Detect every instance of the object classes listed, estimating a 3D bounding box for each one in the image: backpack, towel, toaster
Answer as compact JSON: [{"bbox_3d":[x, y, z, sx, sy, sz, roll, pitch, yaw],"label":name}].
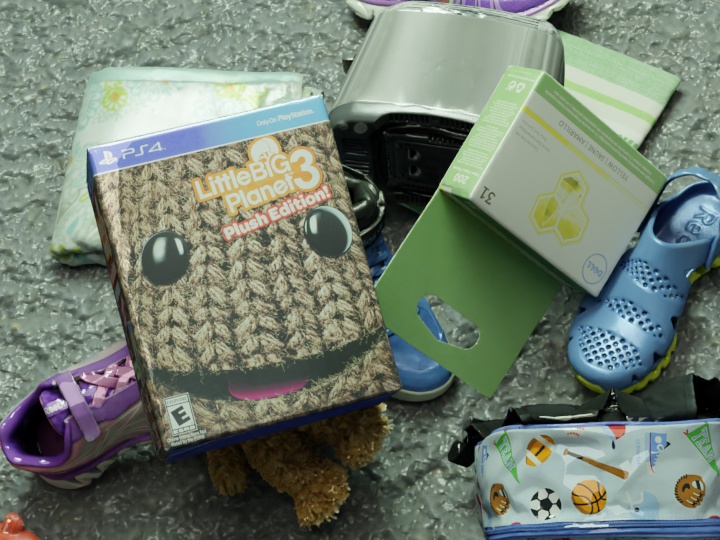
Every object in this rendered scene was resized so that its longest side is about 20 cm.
[{"bbox_3d":[0.156,0.145,1.145,0.199,0.191,0.155,-8,73,4],"label":"backpack"},{"bbox_3d":[-0.135,-0.082,1.420,0.199,0.048,0.172,2,58,10],"label":"towel"},{"bbox_3d":[0.137,-0.102,1.404,0.152,0.023,0.200,25,64,22],"label":"towel"},{"bbox_3d":[0.076,-0.121,1.344,0.199,0.114,0.130,8,57,11],"label":"toaster"}]

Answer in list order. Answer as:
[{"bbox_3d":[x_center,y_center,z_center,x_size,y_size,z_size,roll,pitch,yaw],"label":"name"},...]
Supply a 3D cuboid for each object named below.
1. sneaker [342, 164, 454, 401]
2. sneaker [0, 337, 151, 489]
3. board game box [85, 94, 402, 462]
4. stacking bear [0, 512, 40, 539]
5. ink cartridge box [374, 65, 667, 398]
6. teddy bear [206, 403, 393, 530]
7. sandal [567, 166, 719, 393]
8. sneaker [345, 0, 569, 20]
[{"bbox_3d":[-0.001,0.001,1.286,0.077,0.111,0.200,-33,75,-20],"label":"sneaker"},{"bbox_3d":[-0.174,0.087,1.249,0.200,0.088,0.081,-35,68,20],"label":"sneaker"},{"bbox_3d":[-0.079,0.007,1.176,0.159,0.097,0.201,-15,82,-11],"label":"board game box"},{"bbox_3d":[-0.264,0.259,1.194,0.113,0.122,0.201,5,52,15],"label":"stacking bear"},{"bbox_3d":[0.109,-0.020,1.252,0.048,0.145,0.200,22,79,56],"label":"ink cartridge box"},{"bbox_3d":[-0.067,0.093,1.270,0.145,0.067,0.200,-45,62,21],"label":"teddy bear"},{"bbox_3d":[0.211,-0.001,1.290,0.079,0.087,0.200,25,67,20],"label":"sandal"},{"bbox_3d":[0.077,-0.242,1.453,0.199,0.084,0.081,4,40,13],"label":"sneaker"}]
